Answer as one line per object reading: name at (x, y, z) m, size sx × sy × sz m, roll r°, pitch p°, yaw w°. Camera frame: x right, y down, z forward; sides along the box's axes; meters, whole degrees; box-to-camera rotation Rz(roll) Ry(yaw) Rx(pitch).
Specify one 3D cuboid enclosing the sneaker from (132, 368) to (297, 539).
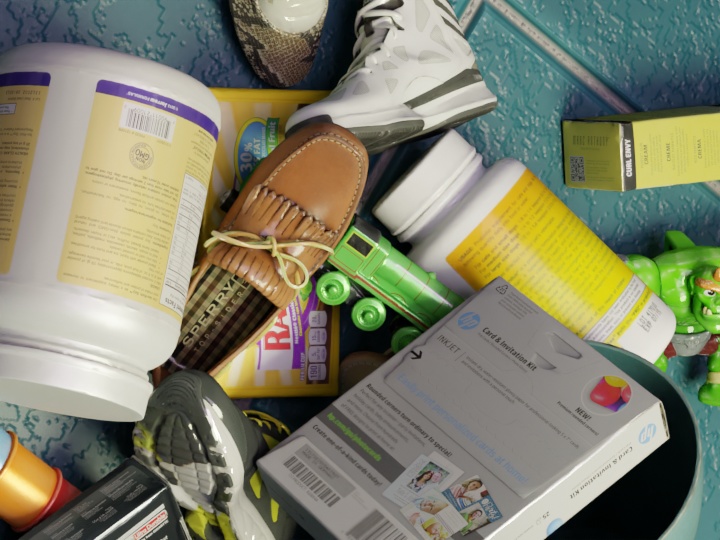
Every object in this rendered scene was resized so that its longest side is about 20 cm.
sneaker at (-0.083, 0.114, 1.666) m, size 0.085 × 0.074 × 0.200 m, roll -59°, pitch 153°, yaw -29°

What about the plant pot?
plant pot at (0.123, 0.161, 1.662) m, size 0.200 × 0.200 × 0.135 m, roll -43°, pitch 139°, yaw -21°

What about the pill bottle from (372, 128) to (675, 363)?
pill bottle at (0.104, 0.003, 1.751) m, size 0.200 × 0.109 × 0.109 m, roll 44°, pitch 71°, yaw -3°

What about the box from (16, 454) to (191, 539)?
box at (-0.180, 0.233, 1.623) m, size 0.200 × 0.046 × 0.159 m, roll -36°, pitch 130°, yaw -22°

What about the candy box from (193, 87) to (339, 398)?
candy box at (-0.062, -0.017, 1.722) m, size 0.102 × 0.026 × 0.201 m, roll -1°, pitch 92°, yaw -25°

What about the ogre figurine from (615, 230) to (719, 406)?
ogre figurine at (0.228, 0.040, 1.850) m, size 0.199 × 0.098 × 0.121 m, roll -1°, pitch 107°, yaw 3°

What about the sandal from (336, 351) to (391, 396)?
sandal at (0.040, 0.156, 1.745) m, size 0.212 × 0.077 × 0.070 m, roll 61°, pitch 35°, yaw -21°

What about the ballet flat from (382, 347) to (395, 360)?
ballet flat at (0.079, 0.118, 1.789) m, size 0.069 × 0.069 × 0.200 m, roll -41°, pitch 110°, yaw -22°

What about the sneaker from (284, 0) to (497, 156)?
sneaker at (0.002, -0.135, 1.714) m, size 0.200 × 0.075 × 0.116 m, roll -19°, pitch 87°, yaw -53°

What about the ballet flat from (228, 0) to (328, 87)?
ballet flat at (-0.052, -0.216, 1.692) m, size 0.068 × 0.075 × 0.201 m, roll -11°, pitch 97°, yaw -29°

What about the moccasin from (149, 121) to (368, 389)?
moccasin at (-0.066, -0.005, 1.626) m, size 0.074 × 0.078 × 0.201 m, roll 40°, pitch 107°, yaw -13°

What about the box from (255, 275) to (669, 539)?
box at (0.061, 0.108, 1.609) m, size 0.200 × 0.156 × 0.041 m, roll -38°, pitch 139°, yaw -16°

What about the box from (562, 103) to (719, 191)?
box at (0.243, -0.089, 1.863) m, size 0.199 × 0.075 × 0.050 m, roll -8°, pitch 98°, yaw -30°

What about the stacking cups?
stacking cups at (-0.241, 0.104, 1.614) m, size 0.200 × 0.060 × 0.061 m, roll 39°, pitch 73°, yaw -29°

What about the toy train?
toy train at (0.000, 0.000, 1.692) m, size 0.200 × 0.042 × 0.056 m, roll 36°, pitch 104°, yaw -11°

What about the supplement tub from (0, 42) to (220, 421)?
supplement tub at (-0.169, -0.021, 1.584) m, size 0.145 × 0.145 × 0.201 m, roll 17°, pitch 78°, yaw -28°
